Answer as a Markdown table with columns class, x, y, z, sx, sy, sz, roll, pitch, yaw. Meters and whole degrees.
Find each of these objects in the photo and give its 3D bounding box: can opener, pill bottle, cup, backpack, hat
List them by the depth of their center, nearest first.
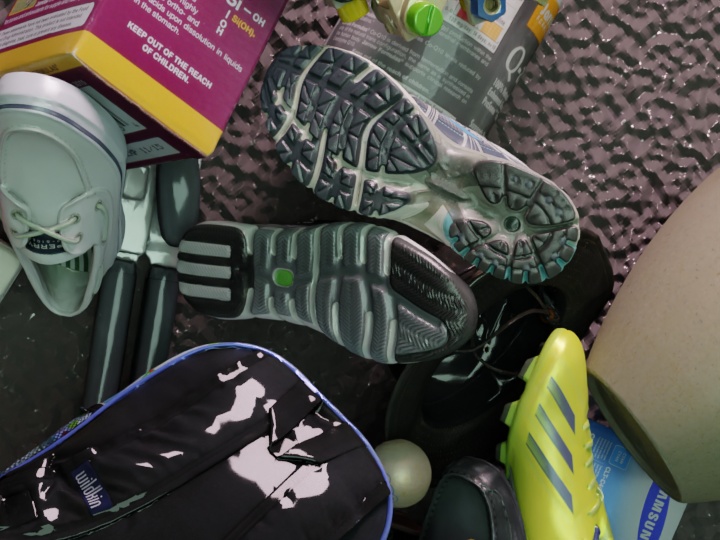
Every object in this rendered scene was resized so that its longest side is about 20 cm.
| class | x | y | z | sx | sy | sz | roll | pitch | yaw |
| --- | --- | --- | --- | --- | --- | --- | --- | --- | --- |
| backpack | -0.093 | 0.148 | 1.109 | 0.200 | 0.147 | 0.183 | -38 | 78 | -20 |
| can opener | -0.133 | 0.011 | 1.223 | 0.053 | 0.067 | 0.202 | 9 | 85 | -12 |
| pill bottle | 0.053 | -0.154 | 1.229 | 0.116 | 0.116 | 0.201 | 31 | 87 | -12 |
| cup | 0.223 | 0.061 | 1.239 | 0.143 | 0.200 | 0.201 | -36 | 100 | -5 |
| hat | 0.062 | 0.037 | 1.252 | 0.201 | 0.201 | 0.081 | -45 | 61 | -6 |

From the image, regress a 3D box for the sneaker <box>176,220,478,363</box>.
| class | x | y | z | sx | sy | sz | roll | pitch | yaw |
| --- | --- | --- | --- | --- | --- | --- | --- | --- | --- |
| sneaker | 0.000 | 0.000 | 1.186 | 0.199 | 0.115 | 0.076 | 13 | 103 | 31 |

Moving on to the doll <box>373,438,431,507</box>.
| class | x | y | z | sx | sy | sz | roll | pitch | yaw |
| --- | --- | --- | --- | --- | --- | --- | --- | --- | --- |
| doll | -0.045 | 0.136 | 1.208 | 0.199 | 0.048 | 0.137 | -15 | 98 | 27 |

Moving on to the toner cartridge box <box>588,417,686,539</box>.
| class | x | y | z | sx | sy | sz | roll | pitch | yaw |
| --- | --- | --- | --- | --- | --- | --- | --- | --- | --- |
| toner cartridge box | 0.135 | 0.199 | 1.306 | 0.094 | 0.043 | 0.201 | 24 | 88 | -14 |

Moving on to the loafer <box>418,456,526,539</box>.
| class | x | y | z | sx | sy | sz | roll | pitch | yaw |
| --- | --- | --- | --- | --- | --- | --- | --- | --- | --- |
| loafer | 0.056 | 0.211 | 1.202 | 0.070 | 0.068 | 0.202 | -15 | 115 | -50 |

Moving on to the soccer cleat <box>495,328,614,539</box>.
| class | x | y | z | sx | sy | sz | roll | pitch | yaw |
| --- | --- | --- | --- | --- | --- | --- | --- | --- | --- |
| soccer cleat | 0.122 | 0.136 | 1.234 | 0.083 | 0.065 | 0.202 | 13 | 100 | 19 |

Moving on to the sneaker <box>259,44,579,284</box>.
| class | x | y | z | sx | sy | sz | roll | pitch | yaw |
| --- | --- | --- | --- | --- | --- | --- | --- | --- | --- |
| sneaker | 0.032 | -0.057 | 1.139 | 0.199 | 0.086 | 0.078 | 34 | 99 | 3 |

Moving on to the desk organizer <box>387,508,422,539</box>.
| class | x | y | z | sx | sy | sz | roll | pitch | yaw |
| --- | --- | --- | --- | --- | --- | --- | --- | --- | --- |
| desk organizer | -0.019 | 0.245 | 1.258 | 0.071 | 0.077 | 0.202 | 14 | 90 | -13 |

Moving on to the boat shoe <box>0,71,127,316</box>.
| class | x | y | z | sx | sy | sz | roll | pitch | yaw |
| --- | --- | --- | --- | --- | --- | --- | --- | --- | --- |
| boat shoe | -0.165 | -0.035 | 1.126 | 0.073 | 0.200 | 0.067 | 7 | 65 | 9 |

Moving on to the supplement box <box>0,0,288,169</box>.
| class | x | y | z | sx | sy | sz | roll | pitch | yaw |
| --- | --- | --- | --- | --- | --- | --- | --- | --- | --- |
| supplement box | -0.113 | -0.167 | 1.151 | 0.103 | 0.131 | 0.201 | 36 | 69 | -28 |

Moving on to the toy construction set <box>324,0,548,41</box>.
| class | x | y | z | sx | sy | sz | roll | pitch | yaw |
| --- | --- | --- | --- | --- | --- | --- | --- | --- | --- |
| toy construction set | 0.017 | -0.213 | 1.112 | 0.131 | 0.092 | 0.201 | -30 | 98 | -9 |

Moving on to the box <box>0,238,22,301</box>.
| class | x | y | z | sx | sy | sz | roll | pitch | yaw |
| --- | --- | --- | --- | --- | --- | --- | --- | --- | --- |
| box | -0.301 | -0.029 | 1.184 | 0.199 | 0.068 | 0.082 | 34 | 86 | -13 |
